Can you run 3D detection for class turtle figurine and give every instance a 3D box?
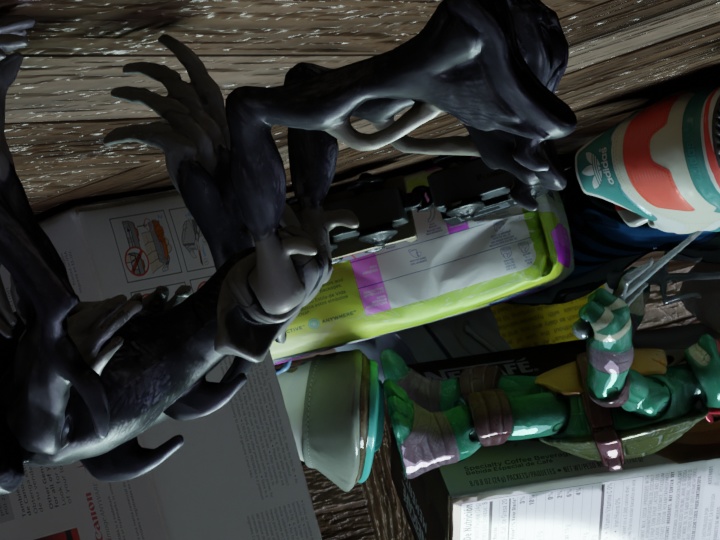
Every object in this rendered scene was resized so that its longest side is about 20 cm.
[{"bbox_3d":[0.112,0.047,1.192,0.199,0.101,0.150,-14,176,2],"label":"turtle figurine"}]

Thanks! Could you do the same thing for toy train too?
[{"bbox_3d":[-0.009,-0.021,1.094,0.199,0.034,0.046,-16,170,10],"label":"toy train"}]

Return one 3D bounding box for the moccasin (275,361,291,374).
[{"bbox_3d":[-0.087,0.035,1.351,0.199,0.068,0.080,-16,176,-14],"label":"moccasin"}]

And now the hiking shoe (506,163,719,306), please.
[{"bbox_3d":[0.124,-0.037,1.293,0.199,0.075,0.087,-14,151,30],"label":"hiking shoe"}]

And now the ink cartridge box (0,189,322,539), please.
[{"bbox_3d":[-0.112,0.086,1.008,0.084,0.201,0.175,-12,175,-46],"label":"ink cartridge box"}]

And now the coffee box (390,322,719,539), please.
[{"bbox_3d":[0.124,0.098,1.284,0.199,0.080,0.113,-7,-144,-10],"label":"coffee box"}]

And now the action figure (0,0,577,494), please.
[{"bbox_3d":[-0.047,-0.015,0.592,0.200,0.102,0.119,-32,173,16],"label":"action figure"}]

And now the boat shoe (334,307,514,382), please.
[{"bbox_3d":[0.043,0.040,1.349,0.073,0.200,0.065,5,-123,48],"label":"boat shoe"}]

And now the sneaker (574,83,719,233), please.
[{"bbox_3d":[0.168,-0.053,1.141,0.093,0.071,0.200,-9,177,30],"label":"sneaker"}]

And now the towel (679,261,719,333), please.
[{"bbox_3d":[0.269,-0.019,1.245,0.191,0.032,0.200,-41,-160,-2],"label":"towel"}]

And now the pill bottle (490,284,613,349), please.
[{"bbox_3d":[0.109,0.058,1.464,0.112,0.201,0.113,-15,176,-1],"label":"pill bottle"}]

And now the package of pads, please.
[{"bbox_3d":[0.000,0.000,1.195,0.199,0.068,0.154,-16,177,7],"label":"package of pads"}]

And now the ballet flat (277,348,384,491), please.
[{"bbox_3d":[-0.021,0.073,1.216,0.063,0.068,0.200,3,177,1],"label":"ballet flat"}]
